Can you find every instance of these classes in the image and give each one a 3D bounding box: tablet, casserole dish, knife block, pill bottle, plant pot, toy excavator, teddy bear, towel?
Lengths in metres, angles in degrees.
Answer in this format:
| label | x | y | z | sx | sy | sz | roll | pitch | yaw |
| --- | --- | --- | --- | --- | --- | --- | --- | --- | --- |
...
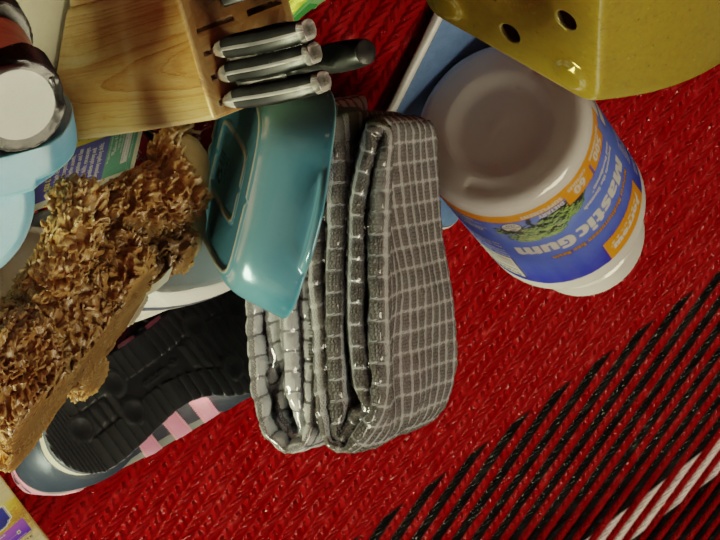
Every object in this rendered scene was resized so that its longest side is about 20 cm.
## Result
| label | x | y | z | sx | sy | sz | roll | pitch | yaw |
| --- | --- | --- | --- | --- | --- | --- | --- | --- | --- |
| tablet | 0.055 | -0.099 | 1.882 | 0.130 | 0.014 | 0.201 | -11 | 136 | -47 |
| casserole dish | -0.052 | -0.049 | 1.559 | 0.039 | 0.200 | 0.122 | 11 | 102 | -11 |
| knife block | -0.070 | -0.102 | 1.482 | 0.064 | 0.176 | 0.201 | -22 | 145 | -33 |
| pill bottle | 0.117 | -0.054 | 1.892 | 0.112 | 0.112 | 0.200 | -45 | 151 | 0 |
| plant pot | 0.134 | -0.211 | 1.600 | 0.200 | 0.195 | 0.195 | -46 | 155 | -26 |
| toy excavator | -0.226 | -0.015 | 1.457 | 0.193 | 0.100 | 0.201 | -16 | 121 | -13 |
| teddy bear | -0.143 | 0.006 | 1.516 | 0.200 | 0.067 | 0.145 | -53 | 168 | -11 |
| towel | 0.000 | 0.000 | 1.734 | 0.165 | 0.085 | 0.201 | -13 | 103 | -71 |

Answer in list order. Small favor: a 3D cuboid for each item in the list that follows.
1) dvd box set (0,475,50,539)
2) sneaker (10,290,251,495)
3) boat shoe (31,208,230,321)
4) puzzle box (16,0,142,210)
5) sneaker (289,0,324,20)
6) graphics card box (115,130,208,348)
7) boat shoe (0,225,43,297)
| label | x | y | z | sx | sy | sz | roll | pitch | yaw |
| --- | --- | --- | --- | --- | --- | --- | --- | --- | --- |
| dvd box set | -0.273 | 0.162 | 1.777 | 0.146 | 0.029 | 0.200 | -40 | 153 | -8 |
| sneaker | -0.123 | 0.069 | 1.730 | 0.199 | 0.070 | 0.082 | -26 | 175 | -39 |
| boat shoe | -0.158 | 0.009 | 1.644 | 0.199 | 0.072 | 0.066 | -12 | 149 | -19 |
| puzzle box | -0.162 | -0.109 | 1.566 | 0.133 | 0.025 | 0.201 | -23 | 146 | -36 |
| sneaker | -0.021 | -0.169 | 1.622 | 0.200 | 0.074 | 0.084 | -41 | 148 | -8 |
| graphics card box | -0.137 | 0.019 | 1.747 | 0.200 | 0.051 | 0.125 | -51 | 152 | 13 |
| boat shoe | -0.218 | -0.002 | 1.542 | 0.199 | 0.071 | 0.069 | -5 | 141 | -29 |
